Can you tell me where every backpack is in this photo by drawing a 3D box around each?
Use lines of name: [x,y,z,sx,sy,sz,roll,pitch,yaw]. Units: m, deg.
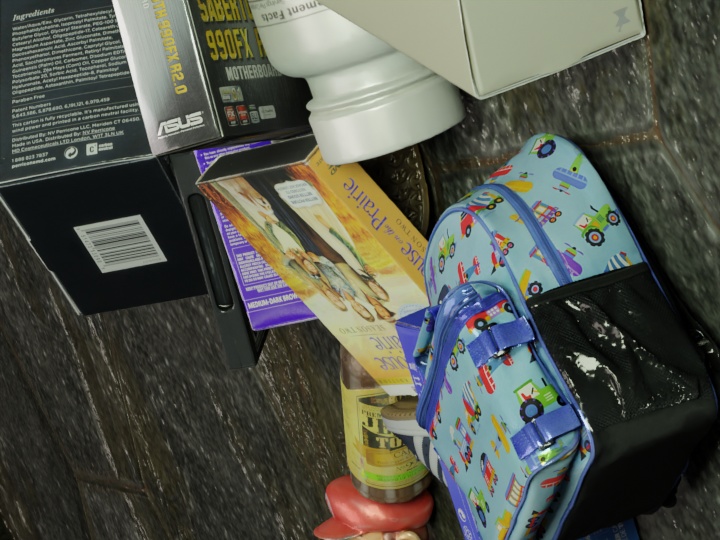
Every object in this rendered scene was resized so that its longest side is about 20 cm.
backpack: [0.097,0.036,1.463,0.200,0.134,0.183,64,161,21]

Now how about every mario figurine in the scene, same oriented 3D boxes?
mario figurine: [0.020,0.243,1.954,0.123,0.106,0.201,-17,105,38]

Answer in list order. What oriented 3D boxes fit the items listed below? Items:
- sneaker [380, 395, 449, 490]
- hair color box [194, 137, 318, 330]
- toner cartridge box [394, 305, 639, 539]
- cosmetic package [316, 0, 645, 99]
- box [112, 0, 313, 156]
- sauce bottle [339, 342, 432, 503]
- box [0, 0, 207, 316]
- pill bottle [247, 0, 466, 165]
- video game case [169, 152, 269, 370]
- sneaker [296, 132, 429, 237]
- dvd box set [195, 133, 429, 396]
sneaker: [0.078,0.131,1.724,0.200,0.070,0.109,0,109,68]
hair color box: [-0.060,-0.073,1.811,0.109,0.065,0.201,-47,-57,-64]
toner cartridge box: [0.098,0.107,1.601,0.043,0.095,0.201,13,123,68]
cosmetic package: [0.052,-0.163,1.405,0.200,0.103,0.073,35,143,57]
box: [-0.081,-0.154,1.591,0.200,0.048,0.159,-14,-90,-69]
sauce bottle: [0.016,0.074,1.843,0.065,0.065,0.200,51,157,41]
box: [-0.175,-0.105,1.907,0.200,0.123,0.197,64,-163,-59]
pill bottle: [-0.010,-0.170,1.555,0.114,0.114,0.201,10,120,69]
video game case: [-0.091,-0.054,1.905,0.200,0.025,0.181,-75,-26,-64]
sneaker: [-0.013,-0.101,1.742,0.090,0.067,0.201,-151,36,-84]
dvd box set: [0.000,0.000,1.689,0.200,0.029,0.146,48,155,-20]
